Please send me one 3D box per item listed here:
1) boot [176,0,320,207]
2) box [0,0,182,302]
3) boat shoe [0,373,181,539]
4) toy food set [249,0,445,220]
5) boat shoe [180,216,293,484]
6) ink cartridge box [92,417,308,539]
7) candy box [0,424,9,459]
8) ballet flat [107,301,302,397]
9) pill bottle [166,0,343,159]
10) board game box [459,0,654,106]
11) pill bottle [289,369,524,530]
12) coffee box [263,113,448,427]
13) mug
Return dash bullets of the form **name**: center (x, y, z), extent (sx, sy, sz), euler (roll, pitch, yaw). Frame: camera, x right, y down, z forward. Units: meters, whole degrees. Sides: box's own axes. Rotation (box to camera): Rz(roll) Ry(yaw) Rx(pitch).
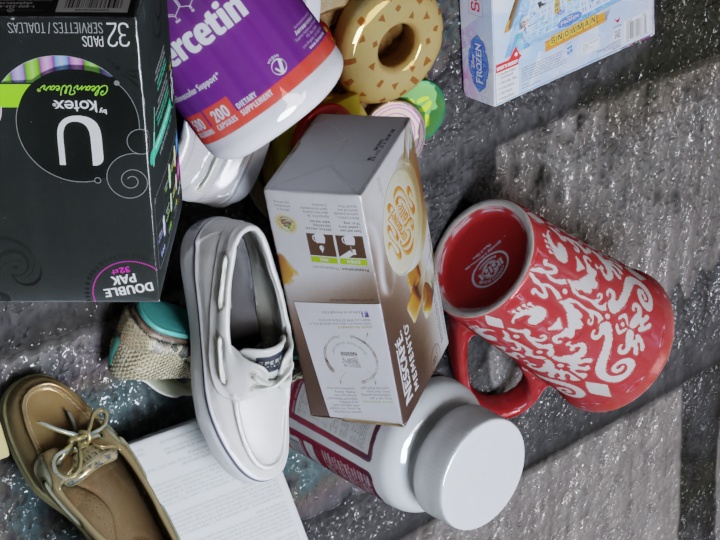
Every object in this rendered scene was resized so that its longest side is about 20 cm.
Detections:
- **boot**: center (-0.097, -0.142, 1.456), extent (0.095, 0.073, 0.201), euler (5, 105, -53)
- **box**: center (-0.194, -0.094, 1.288), extent (0.125, 0.147, 0.201), euler (-85, 175, -57)
- **boat shoe**: center (-0.179, 0.155, 1.453), extent (0.073, 0.063, 0.200), euler (-39, 94, -28)
- **toy food set**: center (-0.011, -0.116, 1.575), extent (0.199, 0.049, 0.199), euler (-28, 126, -34)
- **boat shoe**: center (-0.078, 0.060, 1.489), extent (0.072, 0.066, 0.201), euler (-12, 100, -37)
- **ink cartridge box**: center (-0.116, 0.214, 1.545), extent (0.160, 0.047, 0.201), euler (-17, 85, -39)
- **candy box**: center (-0.294, 0.073, 1.289), extent (0.115, 0.055, 0.200), euler (-21, 151, -12)
- **ballet flat**: center (-0.108, 0.065, 1.559), extent (0.199, 0.068, 0.076), euler (6, 125, -41)
- **pill bottle**: center (-0.108, -0.180, 1.364), extent (0.112, 0.112, 0.200), euler (-43, 104, -22)
- **board game box**: center (0.163, -0.261, 1.689), extent (0.199, 0.041, 0.201), euler (-25, 125, -35)
- **pill bottle**: center (0.027, 0.122, 1.609), extent (0.109, 0.199, 0.110), euler (-21, 122, -37)
- **coffee box**: center (0.000, 0.000, 1.513), extent (0.115, 0.079, 0.201), euler (-56, 143, -51)
- **mug**: center (0.152, 0.045, 1.756), extent (0.200, 0.133, 0.178), euler (31, 84, -44)
